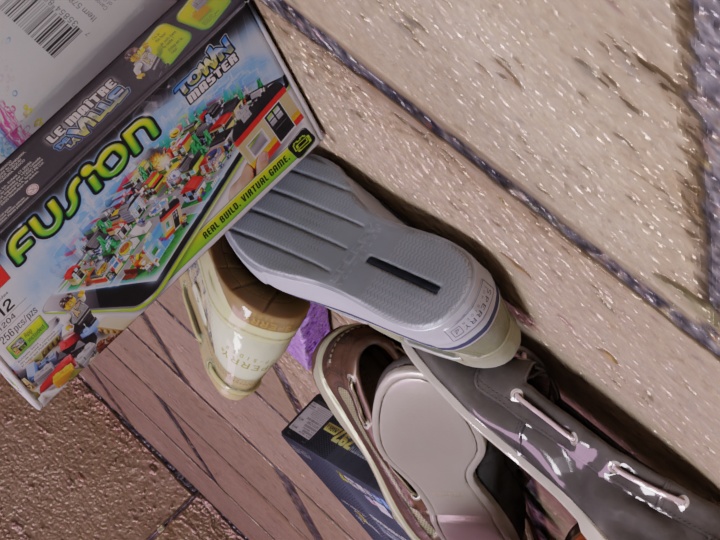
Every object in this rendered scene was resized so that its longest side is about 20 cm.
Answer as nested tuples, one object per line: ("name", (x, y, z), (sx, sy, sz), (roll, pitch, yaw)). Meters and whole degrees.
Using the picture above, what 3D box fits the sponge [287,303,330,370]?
("sponge", (-0.069, -0.002, 1.366), (0.112, 0.030, 0.200), (43, 168, 13))

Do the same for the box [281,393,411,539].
("box", (0.038, 0.185, 1.569), (0.158, 0.051, 0.200), (51, 167, -27))

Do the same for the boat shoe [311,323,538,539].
("boat shoe", (0.046, 0.121, 1.277), (0.202, 0.075, 0.075), (49, 162, -11))

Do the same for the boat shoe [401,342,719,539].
("boat shoe", (0.104, 0.081, 1.014), (0.200, 0.057, 0.067), (45, -169, 27))

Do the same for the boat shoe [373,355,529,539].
("boat shoe", (0.054, 0.096, 1.167), (0.066, 0.057, 0.200), (1, 143, 20))

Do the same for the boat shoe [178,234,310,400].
("boat shoe", (-0.077, -0.007, 1.135), (0.073, 0.063, 0.200), (17, -155, -17))

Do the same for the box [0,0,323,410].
("box", (-0.115, -0.037, 0.985), (0.035, 0.200, 0.110), (36, 165, 37))

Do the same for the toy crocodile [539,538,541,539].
("toy crocodile", (0.106, 0.199, 1.367), (0.200, 0.062, 0.067), (45, -177, 30))

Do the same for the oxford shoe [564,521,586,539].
("oxford shoe", (0.138, 0.196, 1.223), (0.201, 0.071, 0.073), (80, 169, -50))

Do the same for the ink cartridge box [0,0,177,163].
("ink cartridge box", (-0.205, -0.097, 1.100), (0.145, 0.200, 0.145), (42, 168, 20))

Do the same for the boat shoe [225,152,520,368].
("boat shoe", (0.000, 0.000, 1.037), (0.200, 0.072, 0.062), (32, 168, 45))
